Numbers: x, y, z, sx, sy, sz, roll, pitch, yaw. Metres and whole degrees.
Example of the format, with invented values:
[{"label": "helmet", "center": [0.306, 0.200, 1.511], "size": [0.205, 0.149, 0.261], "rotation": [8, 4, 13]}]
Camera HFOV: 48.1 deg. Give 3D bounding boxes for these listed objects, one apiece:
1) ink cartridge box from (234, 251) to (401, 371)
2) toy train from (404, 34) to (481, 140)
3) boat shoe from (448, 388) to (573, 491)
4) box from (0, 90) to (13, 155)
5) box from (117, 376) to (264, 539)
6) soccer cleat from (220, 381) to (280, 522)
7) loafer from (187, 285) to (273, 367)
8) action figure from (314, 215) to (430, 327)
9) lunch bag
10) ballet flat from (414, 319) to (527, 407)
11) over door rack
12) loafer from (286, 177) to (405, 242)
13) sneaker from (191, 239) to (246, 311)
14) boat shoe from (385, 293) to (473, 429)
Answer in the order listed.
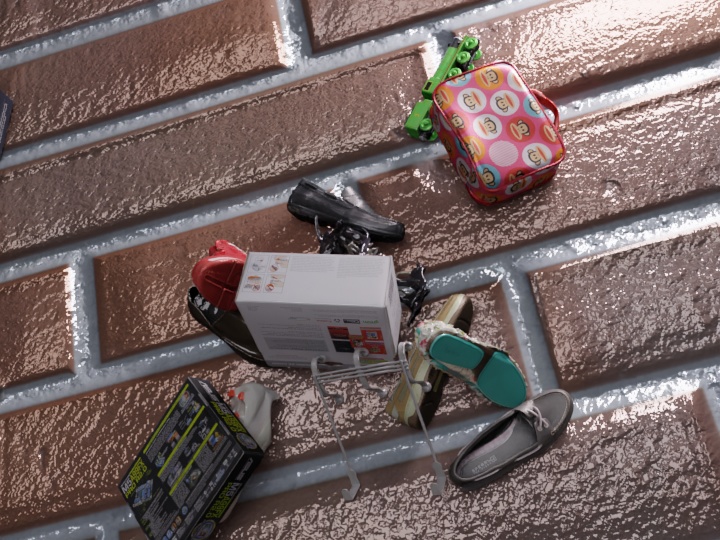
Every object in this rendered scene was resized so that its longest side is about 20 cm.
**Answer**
[{"label": "ink cartridge box", "center": [-0.049, 0.060, 1.101], "size": [0.198, 0.176, 0.084], "rotation": [2, 55, 11]}, {"label": "toy train", "center": [0.133, -0.296, 1.300], "size": [0.056, 0.042, 0.201], "rotation": [21, 75, 30]}, {"label": "boat shoe", "center": [0.204, 0.225, 1.072], "size": [0.199, 0.057, 0.067], "rotation": [-36, 66, -3]}, {"label": "box", "center": [-0.715, -0.253, 1.391], "size": [0.103, 0.182, 0.202], "rotation": [-1, 69, 12]}, {"label": "box", "center": [-0.236, 0.275, 1.105], "size": [0.160, 0.044, 0.201], "rotation": [41, 101, 38]}, {"label": "soccer cleat", "center": [-0.165, 0.259, 1.139], "size": [0.069, 0.077, 0.202], "rotation": [10, 84, 53]}, {"label": "loafer", "center": [-0.188, 0.081, 1.206], "size": [0.199, 0.071, 0.073], "rotation": [25, 76, 20]}, {"label": "action figure", "center": [0.000, 0.000, 1.173], "size": [0.199, 0.119, 0.102], "rotation": [29, 61, 14]}, {"label": "lunch bag", "center": [0.214, -0.214, 1.213], "size": [0.175, 0.082, 0.201], "rotation": [-23, 73, -8]}, {"label": "ballet flat", "center": [0.148, 0.118, 1.081], "size": [0.076, 0.200, 0.064], "rotation": [-53, 31, 2]}, {"label": "over door rack", "center": [0.026, 0.199, 1.081], "size": [0.147, 0.067, 0.202], "rotation": [-12, 95, 27]}, {"label": "loafer", "center": [-0.020, -0.095, 1.238], "size": [0.199, 0.068, 0.071], "rotation": [18, 82, 22]}, {"label": "sneaker", "center": [-0.206, 0.002, 1.181], "size": [0.115, 0.200, 0.079], "rotation": [28, 93, 26]}, {"label": "boat shoe", "center": [0.091, 0.118, 1.137], "size": [0.076, 0.072, 0.201], "rotation": [17, 72, 34]}]
